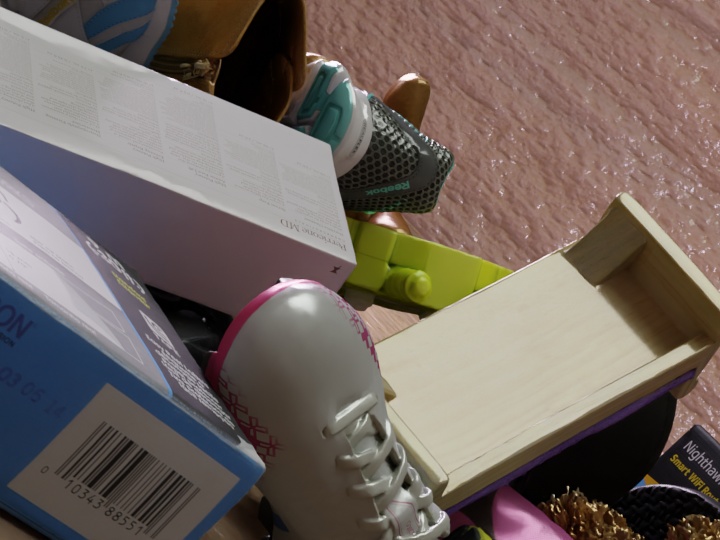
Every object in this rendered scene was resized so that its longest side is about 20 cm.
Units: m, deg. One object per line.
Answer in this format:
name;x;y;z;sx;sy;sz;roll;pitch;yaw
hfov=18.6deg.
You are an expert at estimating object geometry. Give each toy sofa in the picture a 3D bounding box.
toy sofa;0.062;0.053;0.965;0.200;0.098;0.083;-25;65;-36

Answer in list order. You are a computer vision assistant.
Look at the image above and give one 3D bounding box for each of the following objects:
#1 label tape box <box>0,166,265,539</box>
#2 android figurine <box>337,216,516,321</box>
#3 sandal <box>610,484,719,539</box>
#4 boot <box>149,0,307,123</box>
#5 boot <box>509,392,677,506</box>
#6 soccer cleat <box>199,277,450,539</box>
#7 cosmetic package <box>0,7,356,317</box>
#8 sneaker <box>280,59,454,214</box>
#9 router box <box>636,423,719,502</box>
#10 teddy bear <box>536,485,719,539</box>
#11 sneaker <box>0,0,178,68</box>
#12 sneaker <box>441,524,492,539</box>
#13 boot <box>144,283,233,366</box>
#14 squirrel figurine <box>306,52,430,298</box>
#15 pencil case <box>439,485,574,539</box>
label tape box;-0.132;0.001;0.737;0.144;0.063;0.200;41;6;-39
android figurine;0.000;0.000;1.108;0.182;0.041;0.200;18;-2;-32
sandal;0.143;0.154;1.182;0.045;0.075;0.200;15;-12;-37
boot;-0.067;-0.132;1.062;0.071;0.201;0.144;17;-13;-30
boot;0.083;0.081;1.186;0.069;0.200;0.174;14;24;-25
soccer cleat;0.000;0.076;0.806;0.086;0.070;0.200;37;-21;27
cosmetic package;-0.102;-0.044;0.862;0.200;0.051;0.083;22;31;-25
sneaker;-0.022;-0.057;1.091;0.091;0.078;0.200;24;-1;-25
router box;0.192;0.197;1.188;0.051;0.149;0.200;46;2;-42
teddy bear;0.156;0.186;1.076;0.200;0.145;0.067;40;20;13
sneaker;-0.130;-0.131;0.983;0.081;0.200;0.077;1;59;-19
sneaker;0.067;0.167;0.876;0.085;0.074;0.200;47;6;-16
boot;-0.136;-0.019;0.910;0.165;0.066;0.200;13;38;-34
squirrel figurine;-0.077;-0.049;1.295;0.187;0.142;0.200;18;-34;-12
pencil case;0.071;0.151;1.027;0.200;0.091;0.094;46;-28;5
